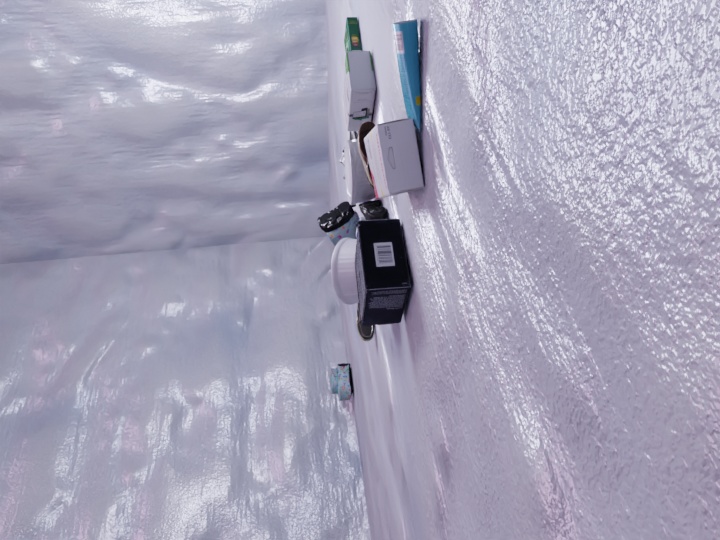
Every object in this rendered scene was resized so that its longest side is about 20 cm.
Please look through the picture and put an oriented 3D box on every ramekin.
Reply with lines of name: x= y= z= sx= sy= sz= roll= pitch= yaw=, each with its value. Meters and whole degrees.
ramekin: x=0.003 y=-0.319 z=1.826 sx=0.202 sy=0.091 sz=0.211 roll=175 pitch=90 yaw=-83
ramekin: x=0.000 y=0.000 z=1.723 sx=0.198 sy=0.095 sz=0.209 roll=8 pitch=-99 yaw=-59

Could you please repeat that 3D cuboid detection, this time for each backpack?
backpack: x=-0.055 y=-0.141 z=2.146 sx=0.202 sy=0.163 sz=0.129 roll=55 pitch=-162 yaw=-36
backpack: x=-0.114 y=0.687 z=3.430 sx=0.180 sy=0.145 sz=0.205 roll=98 pitch=161 yaw=-57

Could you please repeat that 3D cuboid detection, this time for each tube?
tube: x=0.099 y=-0.391 z=1.134 sx=0.078 sy=0.049 sz=0.206 roll=-103 pitch=5 yaw=-65

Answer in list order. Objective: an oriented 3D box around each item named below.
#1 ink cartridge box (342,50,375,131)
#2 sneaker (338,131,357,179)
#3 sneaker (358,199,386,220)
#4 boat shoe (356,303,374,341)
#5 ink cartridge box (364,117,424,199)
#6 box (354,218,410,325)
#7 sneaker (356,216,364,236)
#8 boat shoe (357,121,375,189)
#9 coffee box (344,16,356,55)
ink cartridge box: x=-0.007 y=-0.561 z=1.776 sx=0.201 sy=0.081 sz=0.151 roll=100 pitch=164 yaw=-68
sneaker: x=-0.044 y=-0.454 z=2.192 sx=0.074 sy=0.085 sz=0.208 roll=-142 pitch=49 yaw=-83
sneaker: x=0.039 y=-0.160 z=1.732 sx=0.201 sy=0.073 sz=0.094 roll=-104 pitch=4 yaw=-69
boat shoe: x=0.016 y=0.167 z=2.164 sx=0.067 sy=0.069 sz=0.207 roll=86 pitch=180 yaw=-58
ink cartridge box: x=0.072 y=-0.242 z=1.246 sx=0.200 sy=0.080 sz=0.151 roll=-139 pitch=37 yaw=-81
box: x=0.053 y=0.006 z=1.478 sx=0.200 sy=0.118 sz=0.206 roll=98 pitch=167 yaw=-60
sneaker: x=0.014 y=-0.093 z=1.967 sx=0.078 sy=0.073 sz=0.206 roll=88 pitch=174 yaw=-61
boat shoe: x=0.032 y=-0.333 z=1.660 sx=0.075 sy=0.072 sz=0.210 roll=86 pitch=177 yaw=-72
coffee box: x=-0.024 y=-0.760 z=1.965 sx=0.123 sy=0.042 sz=0.207 roll=105 pitch=159 yaw=-70
